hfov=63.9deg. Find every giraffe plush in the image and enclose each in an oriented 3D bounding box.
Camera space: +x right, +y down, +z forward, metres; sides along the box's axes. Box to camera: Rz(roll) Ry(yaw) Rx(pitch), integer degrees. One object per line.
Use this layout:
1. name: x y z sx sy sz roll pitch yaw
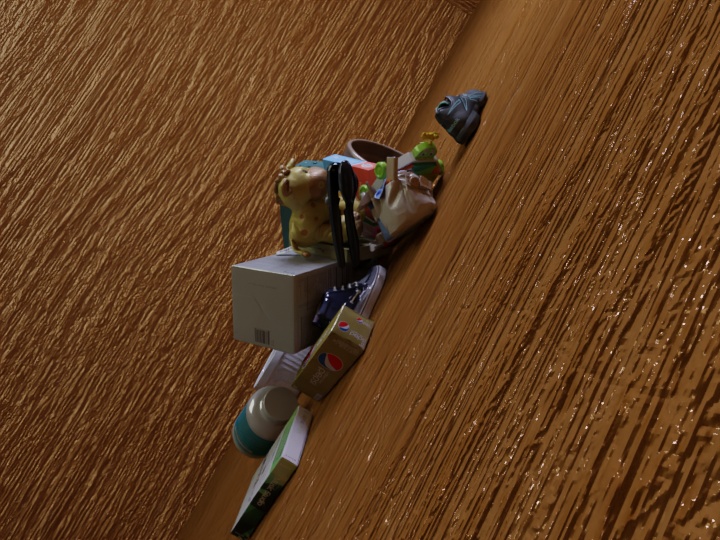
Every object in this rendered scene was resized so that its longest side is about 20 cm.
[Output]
1. giraffe plush: -0.101 -0.139 1.150 0.199 0.163 0.172 -26 29 -17

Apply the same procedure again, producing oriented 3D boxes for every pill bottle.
1. pill bottle: -0.191 0.309 1.192 0.200 0.110 0.111 -53 9 50

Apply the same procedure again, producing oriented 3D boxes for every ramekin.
1. ramekin: -0.179 0.236 1.475 0.201 0.105 0.200 -59 5 9

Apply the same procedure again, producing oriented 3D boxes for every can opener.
1. can opener: -0.034 -0.103 1.075 0.079 0.063 0.201 -40 -51 -76

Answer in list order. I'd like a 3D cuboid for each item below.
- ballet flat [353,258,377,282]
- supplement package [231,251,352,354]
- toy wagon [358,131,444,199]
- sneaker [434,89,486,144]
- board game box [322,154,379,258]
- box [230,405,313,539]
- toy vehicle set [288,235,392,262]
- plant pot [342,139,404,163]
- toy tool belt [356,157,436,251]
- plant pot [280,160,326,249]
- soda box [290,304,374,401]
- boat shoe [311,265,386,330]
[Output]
1. ballet flat: 0.000 0.000 1.312 0.064 0.076 0.201 -15 39 31
2. supplement package: -0.130 0.053 1.142 0.200 0.151 0.152 -19 -66 -57
3. toy wagon: 0.093 -0.187 1.121 0.155 0.040 0.200 -10 -25 -34
4. sneaker: 0.194 -0.317 1.121 0.076 0.079 0.200 -56 6 35
5. board game box: -0.010 -0.142 1.266 0.040 0.153 0.201 -26 -57 -35
6. box: -0.154 0.356 1.022 0.201 0.036 0.144 -59 6 22
7. toy vehicle set: -0.045 -0.055 1.218 0.199 0.124 0.027 16 111 47
8. plant pot: 0.034 -0.185 1.356 0.200 0.199 0.175 -71 3 -63
9. toy tool belt: 0.056 -0.123 1.059 0.124 0.123 0.200 -25 -5 -20
10. plant pot: -0.113 -0.159 1.421 0.141 0.141 0.201 -44 -46 -46
11. soda box: -0.051 0.148 1.005 0.200 0.064 0.068 -54 8 45
12. boat shoe: -0.020 0.046 1.090 0.075 0.092 0.200 -54 8 44
